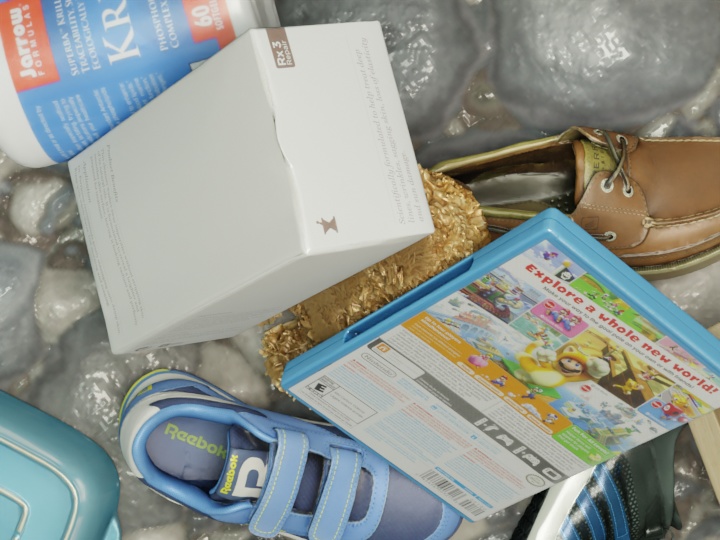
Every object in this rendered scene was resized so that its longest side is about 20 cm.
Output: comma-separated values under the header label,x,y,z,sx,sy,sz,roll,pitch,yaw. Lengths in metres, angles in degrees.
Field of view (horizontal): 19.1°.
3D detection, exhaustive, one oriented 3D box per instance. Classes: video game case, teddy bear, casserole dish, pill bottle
label,x,y,z,sx,sy,sz,roll,pitch,yaw
video game case,0.074,0.053,1.065,0.143,0.018,0.199,37,136,-23
teddy bear,0.000,0.000,1.118,0.145,0.066,0.200,54,136,18
casserole dish,-0.230,0.124,1.197,0.199,0.039,0.122,26,96,4
pill bottle,-0.146,-0.119,1.132,0.198,0.112,0.113,-16,93,6

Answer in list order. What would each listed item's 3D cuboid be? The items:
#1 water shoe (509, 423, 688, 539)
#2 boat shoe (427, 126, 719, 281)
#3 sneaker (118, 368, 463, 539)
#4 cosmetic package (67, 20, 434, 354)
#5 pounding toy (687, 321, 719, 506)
label,x,y,z,sx,sy,sz,roll,pitch,yaw
water shoe,0.132,0.134,1.147,0.078,0.072,0.201,26,97,1
boat shoe,0.125,-0.038,1.122,0.198,0.068,0.072,-12,52,5
sneaker,-0.040,0.113,1.156,0.198,0.082,0.075,14,95,1
cosmetic package,-0.060,-0.037,1.060,0.081,0.199,0.114,-8,81,-37
pounding toy,0.293,0.087,1.058,0.199,0.142,0.185,-29,69,27
